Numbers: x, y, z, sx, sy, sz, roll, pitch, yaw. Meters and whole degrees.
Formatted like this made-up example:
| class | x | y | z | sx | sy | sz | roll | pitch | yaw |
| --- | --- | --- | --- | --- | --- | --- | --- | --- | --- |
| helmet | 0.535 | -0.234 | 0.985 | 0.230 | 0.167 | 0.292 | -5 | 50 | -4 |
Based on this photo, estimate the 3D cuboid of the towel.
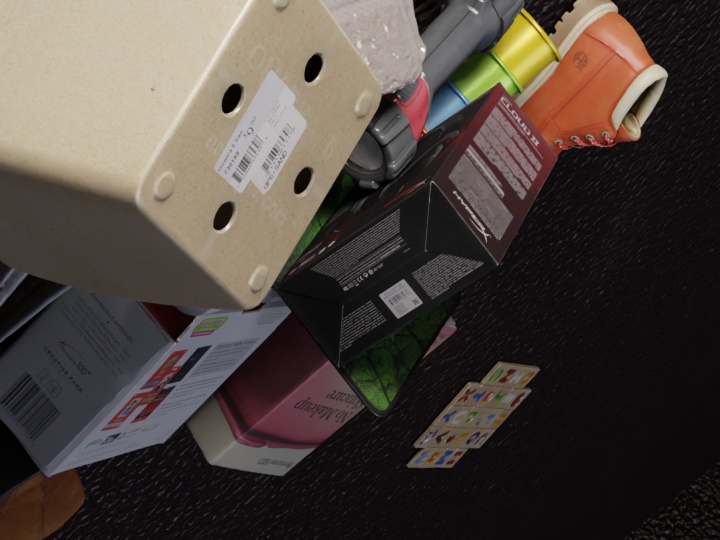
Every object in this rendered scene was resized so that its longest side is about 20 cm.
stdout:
| class | x | y | z | sx | sy | sz | roll | pitch | yaw |
| --- | --- | --- | --- | --- | --- | --- | --- | --- | --- |
| towel | -0.041 | -0.153 | 1.108 | 0.199 | 0.034 | 0.134 | -28 | 115 | -36 |

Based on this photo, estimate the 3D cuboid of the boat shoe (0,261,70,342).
| class | x | y | z | sx | sy | sz | roll | pitch | yaw |
| --- | --- | --- | --- | --- | --- | --- | --- | --- | --- |
| boat shoe | -0.167 | -0.023 | 1.083 | 0.201 | 0.065 | 0.075 | -32 | 153 | -24 |

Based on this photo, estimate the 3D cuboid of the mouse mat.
| class | x | y | z | sx | sy | sz | roll | pitch | yaw |
| --- | --- | --- | --- | --- | --- | --- | --- | --- | --- |
| mouse mat | 0.000 | 0.000 | 1.315 | 0.008 | 0.161 | 0.200 | -32 | -168 | 31 |

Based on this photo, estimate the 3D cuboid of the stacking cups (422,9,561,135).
| class | x | y | z | sx | sy | sz | roll | pitch | yaw |
| --- | --- | --- | --- | --- | --- | --- | --- | --- | --- |
| stacking cups | 0.063 | -0.125 | 1.417 | 0.200 | 0.061 | 0.060 | -40 | 158 | 4 |

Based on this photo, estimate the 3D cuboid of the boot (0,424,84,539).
| class | x | y | z | sx | sy | sz | roll | pitch | yaw |
| --- | --- | --- | --- | --- | --- | --- | --- | --- | --- |
| boot | -0.291 | 0.180 | 1.365 | 0.188 | 0.068 | 0.200 | -41 | 167 | -26 |

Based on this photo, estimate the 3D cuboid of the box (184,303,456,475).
| class | x | y | z | sx | sy | sz | roll | pitch | yaw |
| --- | --- | --- | --- | --- | --- | --- | --- | --- | --- |
| box | -0.045 | 0.058 | 1.431 | 0.200 | 0.109 | 0.128 | -41 | 155 | 15 |

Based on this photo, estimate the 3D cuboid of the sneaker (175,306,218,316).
| class | x | y | z | sx | sy | sz | roll | pitch | yaw |
| --- | --- | --- | --- | --- | --- | --- | --- | --- | --- |
| sneaker | -0.069 | -0.039 | 1.171 | 0.080 | 0.070 | 0.201 | 111 | 6 | -53 |

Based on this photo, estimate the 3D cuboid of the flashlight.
| class | x | y | z | sx | sy | sz | roll | pitch | yaw |
| --- | --- | --- | --- | --- | --- | --- | --- | --- | --- |
| flashlight | 0.047 | -0.140 | 1.281 | 0.200 | 0.067 | 0.068 | -50 | 130 | -38 |

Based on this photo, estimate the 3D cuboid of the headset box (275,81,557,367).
| class | x | y | z | sx | sy | sz | roll | pitch | yaw |
| --- | --- | --- | --- | --- | --- | --- | --- | --- | --- |
| headset box | 0.046 | -0.039 | 1.262 | 0.148 | 0.077 | 0.200 | -33 | -167 | 31 |

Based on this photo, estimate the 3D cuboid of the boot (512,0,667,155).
| class | x | y | z | sx | sy | sz | roll | pitch | yaw |
| --- | --- | --- | --- | --- | --- | --- | --- | --- | --- |
| boot | 0.183 | -0.126 | 1.540 | 0.075 | 0.107 | 0.201 | -21 | 150 | -46 |

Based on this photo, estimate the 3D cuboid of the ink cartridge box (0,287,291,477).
| class | x | y | z | sx | sy | sz | roll | pitch | yaw |
| --- | --- | --- | --- | --- | --- | --- | --- | --- | --- |
| ink cartridge box | -0.144 | 0.044 | 1.257 | 0.176 | 0.084 | 0.200 | -45 | 169 | 12 |

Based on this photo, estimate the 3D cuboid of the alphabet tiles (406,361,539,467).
| class | x | y | z | sx | sy | sz | roll | pitch | yaw |
| --- | --- | --- | --- | --- | --- | --- | --- | --- | --- |
| alphabet tiles | 0.134 | 0.172 | 2.118 | 0.167 | 0.006 | 0.200 | -50 | 158 | 13 |

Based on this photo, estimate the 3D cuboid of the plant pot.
| class | x | y | z | sx | sy | sz | roll | pitch | yaw |
| --- | --- | --- | --- | --- | --- | --- | --- | --- | --- |
| plant pot | -0.109 | -0.091 | 0.895 | 0.201 | 0.176 | 0.200 | -59 | 150 | -11 |
